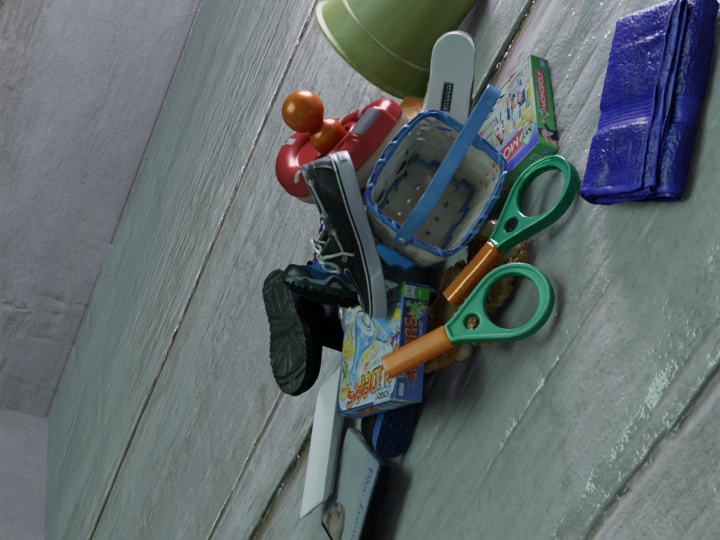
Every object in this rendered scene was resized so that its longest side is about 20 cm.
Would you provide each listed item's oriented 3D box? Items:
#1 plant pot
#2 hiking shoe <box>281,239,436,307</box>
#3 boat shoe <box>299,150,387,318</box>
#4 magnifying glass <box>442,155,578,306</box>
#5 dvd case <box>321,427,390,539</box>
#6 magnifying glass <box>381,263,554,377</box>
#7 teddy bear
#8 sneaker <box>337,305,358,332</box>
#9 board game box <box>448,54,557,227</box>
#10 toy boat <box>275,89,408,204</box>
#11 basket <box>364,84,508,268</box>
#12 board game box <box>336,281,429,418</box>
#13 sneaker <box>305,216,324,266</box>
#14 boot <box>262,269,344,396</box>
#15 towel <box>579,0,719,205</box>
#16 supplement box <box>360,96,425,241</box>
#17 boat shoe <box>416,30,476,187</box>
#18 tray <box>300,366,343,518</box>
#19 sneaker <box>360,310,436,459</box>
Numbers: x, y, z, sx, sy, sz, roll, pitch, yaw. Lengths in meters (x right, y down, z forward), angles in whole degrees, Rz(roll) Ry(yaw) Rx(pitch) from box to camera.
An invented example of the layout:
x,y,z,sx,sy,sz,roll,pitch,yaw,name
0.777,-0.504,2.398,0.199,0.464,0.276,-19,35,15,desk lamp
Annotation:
x,y,z,sx,sy,sz,roll,pitch,yaw,name
0.072,-0.369,1.592,0.190,0.200,0.200,-46,34,28,plant pot
0.000,0.000,1.488,0.074,0.200,0.087,104,170,-74,hiking shoe
-0.020,-0.032,1.304,0.074,0.068,0.200,-118,11,-65,boat shoe
0.162,-0.042,1.268,0.200,0.022,0.080,-51,37,12,magnifying glass
-0.009,0.297,1.509,0.200,0.018,0.143,-154,80,-76,dvd case
0.113,0.060,1.239,0.200,0.022,0.080,-30,63,15,magnifying glass
0.131,0.033,1.338,0.145,0.067,0.200,23,92,58,teddy bear
0.029,0.013,1.551,0.088,0.081,0.200,173,110,-68,sneaker
0.166,-0.147,1.397,0.200,0.029,0.135,-48,34,49,board game box
-0.044,-0.166,1.415,0.131,0.131,0.200,-54,20,-26,toy boat
0.085,-0.098,1.293,0.176,0.139,0.200,-57,3,-26,basket
0.025,0.100,1.382,0.200,0.034,0.136,147,130,-66,board game box
-0.034,-0.057,1.550,0.200,0.083,0.081,-59,26,-12,sneaker
-0.048,0.092,1.585,0.073,0.162,0.199,-38,50,32,boot
0.273,-0.164,1.124,0.148,0.049,0.200,2,78,67,towel
0.042,-0.135,1.503,0.069,0.067,0.200,16,57,30,supplement box
0.110,-0.200,1.453,0.064,0.071,0.200,-40,-34,-69,boat shoe
-0.048,0.246,1.641,0.107,0.022,0.200,127,155,-58,tray
0.044,0.133,1.454,0.078,0.070,0.200,42,117,58,sneaker
